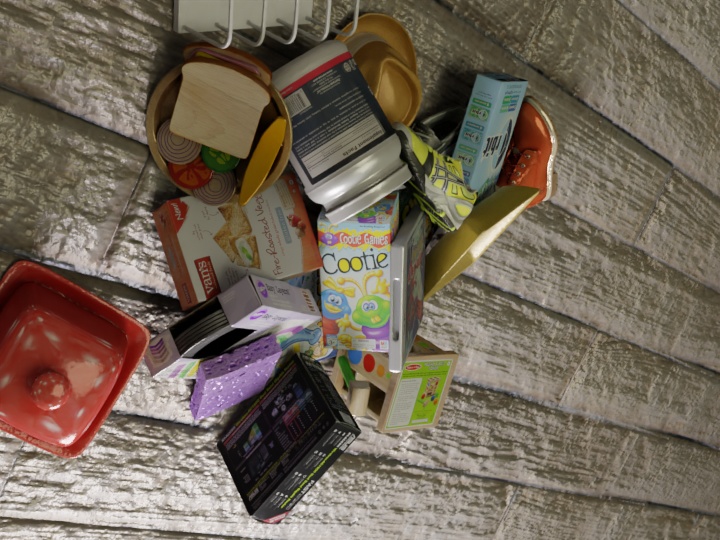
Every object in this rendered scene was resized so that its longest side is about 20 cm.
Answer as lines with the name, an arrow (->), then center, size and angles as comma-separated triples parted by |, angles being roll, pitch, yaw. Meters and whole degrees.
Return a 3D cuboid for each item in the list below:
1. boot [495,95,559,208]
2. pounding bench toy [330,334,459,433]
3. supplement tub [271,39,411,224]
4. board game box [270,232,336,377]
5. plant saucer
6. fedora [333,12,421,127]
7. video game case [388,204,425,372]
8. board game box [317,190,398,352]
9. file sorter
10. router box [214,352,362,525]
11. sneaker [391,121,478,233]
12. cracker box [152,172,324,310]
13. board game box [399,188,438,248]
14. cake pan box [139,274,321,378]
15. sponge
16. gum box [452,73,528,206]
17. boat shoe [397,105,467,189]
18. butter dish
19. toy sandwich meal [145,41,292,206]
boot -> 0.264, -0.182, 1.751 | 0.106, 0.075, 0.202 | -28, 130, -21
pounding bench toy -> 0.018, 0.155, 1.652 | 0.198, 0.155, 0.126 | 0, 112, -43
supplement tub -> -0.035, -0.177, 1.380 | 0.140, 0.140, 0.202 | -33, 97, -23
board game box -> -0.091, 0.049, 1.585 | 0.134, 0.034, 0.203 | -16, 122, -35
plant saucer -> 0.168, -0.050, 1.679 | 0.199, 0.049, 0.200 | -35, 168, -48
fedora -> 0.027, -0.249, 1.489 | 0.199, 0.081, 0.203 | -21, 125, -33
video game case -> 0.068, 0.021, 1.537 | 0.200, 0.023, 0.185 | -59, 152, -68
board game box -> 0.000, 0.000, 1.511 | 0.103, 0.103, 0.203 | -73, 163, -60
file sorter -> -0.106, -0.347, 1.287 | 0.198, 0.124, 0.141 | -14, 122, -36
router box -> -0.107, 0.244, 1.563 | 0.200, 0.150, 0.062 | -48, 136, 12
sneaker -> 0.097, -0.143, 1.516 | 0.077, 0.075, 0.200 | -48, 132, -11
cracker box -> -0.158, -0.040, 1.411 | 0.198, 0.057, 0.136 | -17, 86, -34
board game box -> 0.087, -0.084, 1.637 | 0.201, 0.023, 0.105 | -58, 139, -26
cake pan box -> -0.168, 0.079, 1.417 | 0.183, 0.053, 0.200 | -34, 163, 13
sponge -> -0.175, 0.150, 1.482 | 0.110, 0.030, 0.200 | -22, 165, -21
gum box -> 0.188, -0.197, 1.640 | 0.170, 0.044, 0.203 | -26, 133, -66
boat shoe -> 0.085, -0.188, 1.582 | 0.199, 0.072, 0.072 | -37, 149, -35
butter dish -> -0.367, 0.122, 1.269 | 0.199, 0.148, 0.201 | 32, 90, -21
toy sandwich meal -> -0.171, -0.168, 1.300 | 0.202, 0.070, 0.208 | 2, 115, 4
